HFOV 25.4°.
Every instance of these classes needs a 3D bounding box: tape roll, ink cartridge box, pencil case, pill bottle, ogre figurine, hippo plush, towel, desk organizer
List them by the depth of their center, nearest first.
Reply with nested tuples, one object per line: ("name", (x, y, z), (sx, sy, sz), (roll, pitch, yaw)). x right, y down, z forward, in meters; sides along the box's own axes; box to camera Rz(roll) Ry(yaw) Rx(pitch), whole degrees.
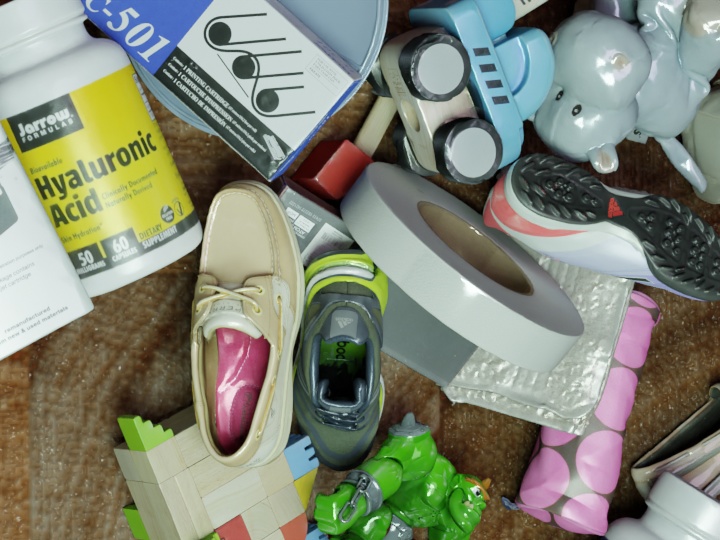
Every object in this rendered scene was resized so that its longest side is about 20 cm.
("ink cartridge box", (-0.269, -0.048, 1.042), (0.084, 0.146, 0.200), (-29, 103, -20))
("pill bottle", (-0.195, -0.090, 1.095), (0.111, 0.111, 0.201), (-28, 102, -22))
("ink cartridge box", (-0.105, -0.165, 1.118), (0.200, 0.044, 0.094), (41, 103, 1))
("tape roll", (0.074, -0.005, 1.165), (0.202, 0.203, 0.037), (30, 107, -23))
("desk organizer", (0.000, 0.000, 1.197), (0.200, 0.077, 0.072), (31, 105, -23))
("ogre figurine", (0.035, 0.191, 1.218), (0.200, 0.098, 0.120), (46, 63, -28))
("hippo plush", (0.188, -0.157, 1.248), (0.161, 0.159, 0.200), (-24, 141, -32))
("towel", (0.144, 0.020, 1.261), (0.132, 0.034, 0.201), (14, 82, 19))
("pill bottle", (0.231, 0.268, 1.284), (0.120, 0.120, 0.200), (30, 91, -23))
("pencil case", (0.183, 0.110, 1.297), (0.090, 0.094, 0.201), (15, 84, 20))

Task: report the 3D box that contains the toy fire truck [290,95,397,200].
("toy fire truck", (-0.005, -0.167, 1.216), (0.141, 0.049, 0.200), (47, 73, -19))

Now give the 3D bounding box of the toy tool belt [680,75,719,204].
("toy tool belt", (0.362, -0.111, 1.311), (0.123, 0.200, 0.125), (-16, 107, -22))

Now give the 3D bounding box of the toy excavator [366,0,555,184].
("toy excavator", (0.102, -0.182, 1.174), (0.200, 0.100, 0.195), (-27, 106, -17))

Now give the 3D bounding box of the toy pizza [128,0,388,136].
("toy pizza", (-0.077, -0.194, 1.147), (0.199, 0.032, 0.201), (2, 101, 10))

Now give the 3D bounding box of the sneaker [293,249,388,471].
("sneaker", (-0.018, 0.081, 1.151), (0.074, 0.081, 0.200), (1, 133, 3))

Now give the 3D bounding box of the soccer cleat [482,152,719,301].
("soccer cleat", (0.188, -0.025, 1.209), (0.199, 0.073, 0.068), (22, 63, -14))

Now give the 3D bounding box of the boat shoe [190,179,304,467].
("boat shoe", (-0.081, 0.037, 1.093), (0.073, 0.069, 0.201), (-4, 88, 15))

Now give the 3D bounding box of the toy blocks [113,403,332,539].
("toy blocks", (-0.087, 0.168, 1.174), (0.137, 0.100, 0.201), (-28, 103, -34))

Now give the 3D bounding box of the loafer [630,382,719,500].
("loafer", (0.312, 0.129, 1.369), (0.200, 0.072, 0.063), (-45, 102, -14))
